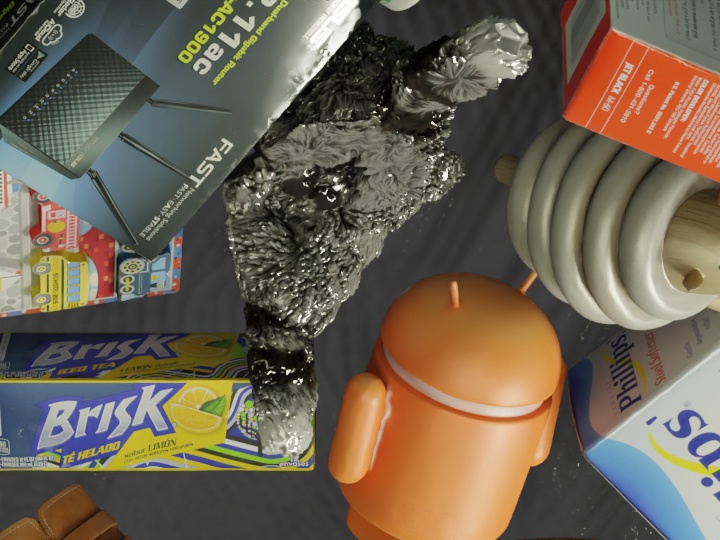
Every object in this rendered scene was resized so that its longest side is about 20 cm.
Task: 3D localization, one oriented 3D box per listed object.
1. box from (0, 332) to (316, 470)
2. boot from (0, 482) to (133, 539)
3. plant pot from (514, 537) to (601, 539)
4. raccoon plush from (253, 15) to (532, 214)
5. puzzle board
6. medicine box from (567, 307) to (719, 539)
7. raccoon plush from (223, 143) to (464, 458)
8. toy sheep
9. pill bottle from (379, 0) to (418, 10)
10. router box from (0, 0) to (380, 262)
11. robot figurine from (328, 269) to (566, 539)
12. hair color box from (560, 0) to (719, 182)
[{"bbox_3d":[-0.126,0.079,1.501,0.198,0.070,0.065,0,114,-1],"label":"box"},{"bbox_3d":[-0.136,0.197,1.551,0.155,0.199,0.074,52,139,15],"label":"boot"},{"bbox_3d":[0.117,0.246,1.539,0.198,0.200,0.143,-3,92,1],"label":"plant pot"},{"bbox_3d":[0.019,-0.118,1.322,0.199,0.135,0.097,-22,141,30],"label":"raccoon plush"},{"bbox_3d":[-0.174,-0.036,1.406,0.150,0.017,0.201,-9,144,-13],"label":"puzzle board"},{"bbox_3d":[0.260,0.085,1.493,0.200,0.103,0.182,-40,110,16],"label":"medicine box"},{"bbox_3d":[0.000,0.000,1.421,0.133,0.097,0.202,-9,87,7],"label":"raccoon plush"},{"bbox_3d":[0.152,-0.031,1.404,0.137,0.199,0.139,-15,112,-42],"label":"toy sheep"},{"bbox_3d":[-0.030,-0.238,1.323,0.199,0.113,0.113,31,112,-15],"label":"pill bottle"},{"bbox_3d":[-0.107,-0.121,1.254,0.149,0.062,0.200,32,108,-35],"label":"router box"},{"bbox_3d":[0.055,0.087,1.485,0.143,0.117,0.201,15,116,-5],"label":"robot figurine"},{"bbox_3d":[0.206,-0.095,1.300,0.199,0.111,0.064,21,124,-10],"label":"hair color box"}]
